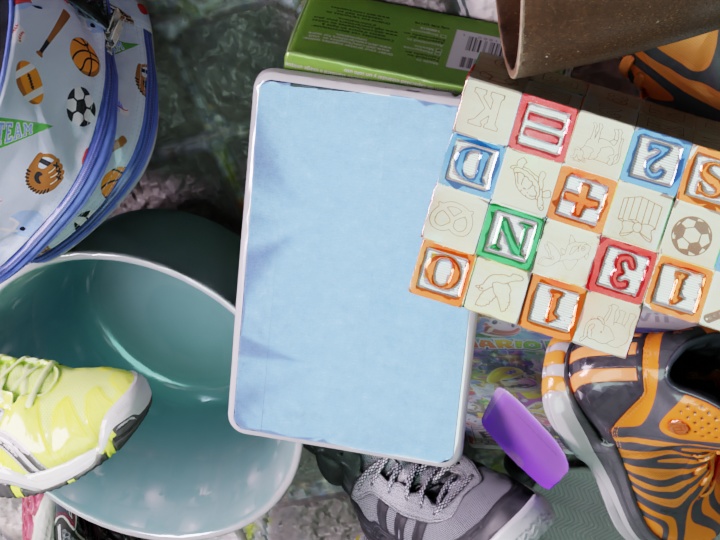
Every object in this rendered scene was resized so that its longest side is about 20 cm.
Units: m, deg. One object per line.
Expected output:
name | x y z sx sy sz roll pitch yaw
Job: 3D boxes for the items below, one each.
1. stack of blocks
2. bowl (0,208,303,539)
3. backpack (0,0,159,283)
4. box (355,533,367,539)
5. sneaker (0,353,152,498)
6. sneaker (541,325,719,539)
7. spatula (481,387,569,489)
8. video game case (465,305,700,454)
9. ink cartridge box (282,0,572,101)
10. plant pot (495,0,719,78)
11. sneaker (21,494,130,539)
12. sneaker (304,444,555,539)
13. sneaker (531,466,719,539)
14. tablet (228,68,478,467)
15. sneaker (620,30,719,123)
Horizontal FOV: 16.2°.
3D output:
stack of blocks | 0.135 -0.021 1.251 0.199 0.059 0.116 16 109 4
bowl | -0.113 0.045 1.444 0.200 0.105 0.202 10 126 14
backpack | -0.198 -0.083 1.329 0.154 0.191 0.200 27 128 -26
box | 0.038 0.218 1.477 0.117 0.200 0.048 -24 116 27
sneaker | -0.208 0.075 1.387 0.199 0.076 0.077 -8 122 23
sneaker | 0.183 0.094 1.353 0.111 0.078 0.200 -6 150 28
spatula | 0.091 0.101 1.411 0.021 0.200 0.057 -44 81 -4
video game case | 0.119 0.055 1.402 0.142 0.018 0.200 3 153 11
ink cartridge box | 0.027 -0.037 1.378 0.147 0.076 0.201 11 125 5
plant pot | 0.164 -0.190 1.194 0.199 0.187 0.188 -3 125 -2
sneaker | -0.165 0.183 1.583 0.074 0.081 0.201 -11 130 3
sneaker | 0.029 0.115 1.440 0.114 0.075 0.200 52 162 -13
sneaker | 0.196 0.184 1.494 0.199 0.074 0.116 20 164 30
tablet | 0.000 0.000 1.322 0.129 0.014 0.201 9 109 10
sneaker | 0.152 -0.082 1.320 0.112 0.078 0.200 46 121 -7
